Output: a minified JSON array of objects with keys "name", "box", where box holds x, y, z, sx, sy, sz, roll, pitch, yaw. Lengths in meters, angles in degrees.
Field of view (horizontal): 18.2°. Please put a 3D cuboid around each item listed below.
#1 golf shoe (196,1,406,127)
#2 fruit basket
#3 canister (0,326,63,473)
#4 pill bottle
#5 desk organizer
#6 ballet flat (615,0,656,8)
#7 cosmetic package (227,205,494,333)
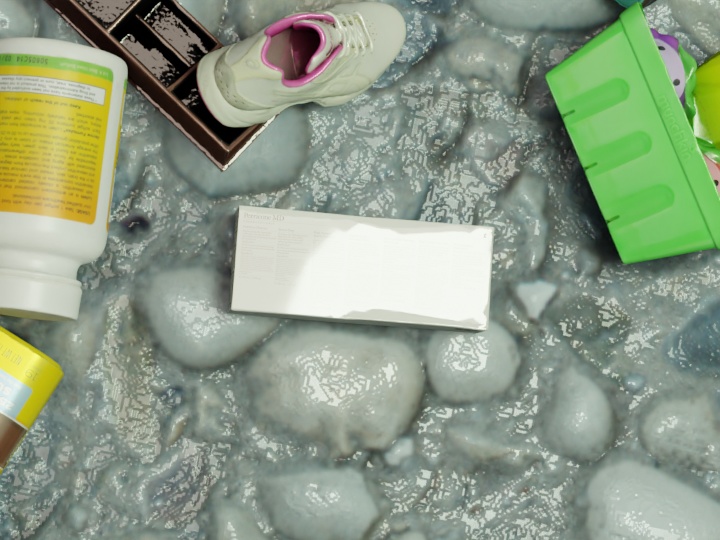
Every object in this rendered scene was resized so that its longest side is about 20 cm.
[{"name":"golf shoe","box":[-0.028,-0.165,1.706,0.200,0.091,0.075,-27,89,-39]},{"name":"fruit basket","box":[0.267,-0.116,1.744,0.215,0.155,0.216,0,91,10]},{"name":"canister","box":[-0.331,0.123,1.674,0.148,0.087,0.200,32,80,-3]},{"name":"pill bottle","box":[-0.241,-0.066,1.689,0.111,0.111,0.201,7,83,-6]},{"name":"desk organizer","box":[-0.151,-0.175,1.728,0.200,0.077,0.072,44,82,-1]},{"name":"ballet flat","box":[0.172,-0.290,1.787,0.200,0.073,0.073,44,81,6]},{"name":"cosmetic package","box":[0.000,0.000,1.740,0.199,0.051,0.083,5,86,-6]}]
